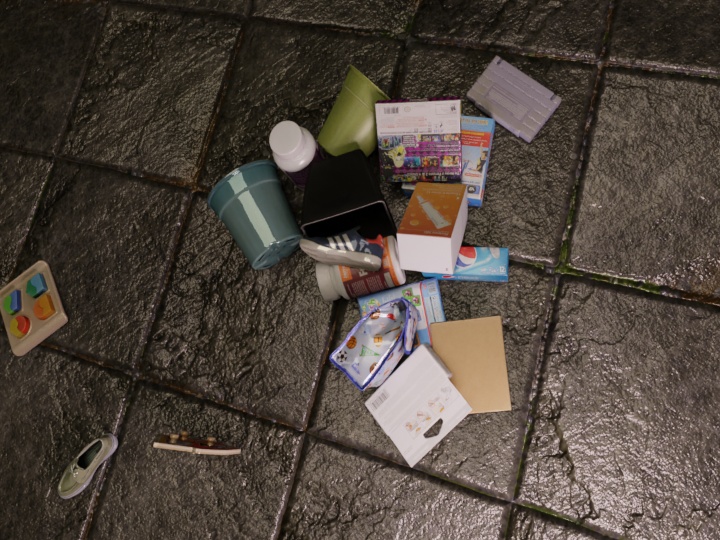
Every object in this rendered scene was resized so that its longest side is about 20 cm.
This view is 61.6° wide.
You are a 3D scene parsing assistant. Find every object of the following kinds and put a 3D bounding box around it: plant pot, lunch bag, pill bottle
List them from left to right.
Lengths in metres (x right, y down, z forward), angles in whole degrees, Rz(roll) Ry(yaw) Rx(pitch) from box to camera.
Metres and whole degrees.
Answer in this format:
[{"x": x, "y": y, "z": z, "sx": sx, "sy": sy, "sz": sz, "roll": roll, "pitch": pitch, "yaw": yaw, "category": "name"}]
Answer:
[{"x": -0.245, "y": -0.125, "z": 1.475, "sx": 0.197, "sy": 0.200, "sz": 0.200, "roll": -31, "pitch": 79, "yaw": 5, "category": "plant pot"}, {"x": -0.149, "y": -0.280, "z": 1.472, "sx": 0.108, "sy": 0.200, "sz": 0.117, "roll": -3, "pitch": 76, "yaw": 13, "category": "pill bottle"}, {"x": -0.031, "y": -0.159, "z": 1.429, "sx": 0.194, "sy": 0.200, "sz": 0.183, "roll": -16, "pitch": 62, "yaw": 9, "category": "plant pot"}, {"x": -0.008, "y": -0.358, "z": 1.478, "sx": 0.200, "sy": 0.199, "sz": 0.191, "roll": 44, "pitch": 103, "yaw": 19, "category": "plant pot"}, {"x": 0.000, "y": 0.000, "z": 1.414, "sx": 0.194, "sy": 0.114, "sz": 0.118, "roll": -16, "pitch": 74, "yaw": 9, "category": "pill bottle"}, {"x": 0.050, "y": 0.150, "z": 1.300, "sx": 0.123, "sy": 0.170, "sz": 0.202, "roll": 39, "pitch": 91, "yaw": 14, "category": "lunch bag"}]

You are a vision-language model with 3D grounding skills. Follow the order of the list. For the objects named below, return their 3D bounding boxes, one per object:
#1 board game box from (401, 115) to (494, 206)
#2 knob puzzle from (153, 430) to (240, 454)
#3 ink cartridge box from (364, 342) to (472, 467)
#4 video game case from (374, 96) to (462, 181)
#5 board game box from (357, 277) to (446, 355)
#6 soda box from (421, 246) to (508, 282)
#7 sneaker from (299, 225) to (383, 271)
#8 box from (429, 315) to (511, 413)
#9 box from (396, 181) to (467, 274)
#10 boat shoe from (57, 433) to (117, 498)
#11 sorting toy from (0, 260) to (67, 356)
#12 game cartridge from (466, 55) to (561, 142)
[{"x": 0.212, "y": -0.270, "z": 1.454, "sx": 0.193, "sy": 0.056, "sz": 0.203, "roll": 10, "pitch": 80, "yaw": 16, "category": "board game box"}, {"x": -0.370, "y": 0.392, "z": 1.385, "sx": 0.212, "sy": 0.220, "sz": 0.032, "roll": 6, "pitch": 78, "yaw": 15, "category": "knob puzzle"}, {"x": 0.129, "y": 0.293, "z": 1.327, "sx": 0.200, "sy": 0.043, "sz": 0.175, "roll": -46, "pitch": 71, "yaw": 17, "category": "ink cartridge box"}, {"x": 0.134, "y": -0.295, "z": 1.375, "sx": 0.193, "sy": 0.036, "sz": 0.187, "roll": 1, "pitch": 118, "yaw": 14, "category": "video game case"}, {"x": 0.100, "y": 0.117, "z": 1.403, "sx": 0.193, "sy": 0.037, "sz": 0.157, "roll": -14, "pitch": 76, "yaw": 10, "category": "board game box"}, {"x": 0.240, "y": -0.015, "z": 1.382, "sx": 0.193, "sy": 0.068, "sz": 0.067, "roll": 1, "pitch": 77, "yaw": 15, "category": "soda box"}, {"x": -0.039, "y": -0.061, "z": 1.350, "sx": 0.193, "sy": 0.075, "sz": 0.087, "roll": 13, "pitch": 71, "yaw": 11, "category": "sneaker"}, {"x": 0.242, "y": 0.210, "z": 1.331, "sx": 0.157, "sy": 0.021, "sz": 0.208, "roll": -7, "pitch": 88, "yaw": 12, "category": "box"}, {"x": 0.165, "y": -0.099, "z": 1.350, "sx": 0.120, "sy": 0.100, "sz": 0.203, "roll": 5, "pitch": 42, "yaw": 18, "category": "box"}, {"x": -0.693, "y": 0.484, "z": 1.506, "sx": 0.072, "sy": 0.062, "sz": 0.201, "roll": 41, "pitch": 90, "yaw": 19, "category": "boat shoe"}, {"x": -0.913, "y": 0.101, "z": 1.664, "sx": 0.182, "sy": 0.036, "sz": 0.203, "roll": -34, "pitch": 72, "yaw": 4, "category": "sorting toy"}, {"x": 0.367, "y": -0.414, "z": 1.461, "sx": 0.199, "sy": 0.038, "sz": 0.131, "roll": 41, "pitch": 93, "yaw": 19, "category": "game cartridge"}]
